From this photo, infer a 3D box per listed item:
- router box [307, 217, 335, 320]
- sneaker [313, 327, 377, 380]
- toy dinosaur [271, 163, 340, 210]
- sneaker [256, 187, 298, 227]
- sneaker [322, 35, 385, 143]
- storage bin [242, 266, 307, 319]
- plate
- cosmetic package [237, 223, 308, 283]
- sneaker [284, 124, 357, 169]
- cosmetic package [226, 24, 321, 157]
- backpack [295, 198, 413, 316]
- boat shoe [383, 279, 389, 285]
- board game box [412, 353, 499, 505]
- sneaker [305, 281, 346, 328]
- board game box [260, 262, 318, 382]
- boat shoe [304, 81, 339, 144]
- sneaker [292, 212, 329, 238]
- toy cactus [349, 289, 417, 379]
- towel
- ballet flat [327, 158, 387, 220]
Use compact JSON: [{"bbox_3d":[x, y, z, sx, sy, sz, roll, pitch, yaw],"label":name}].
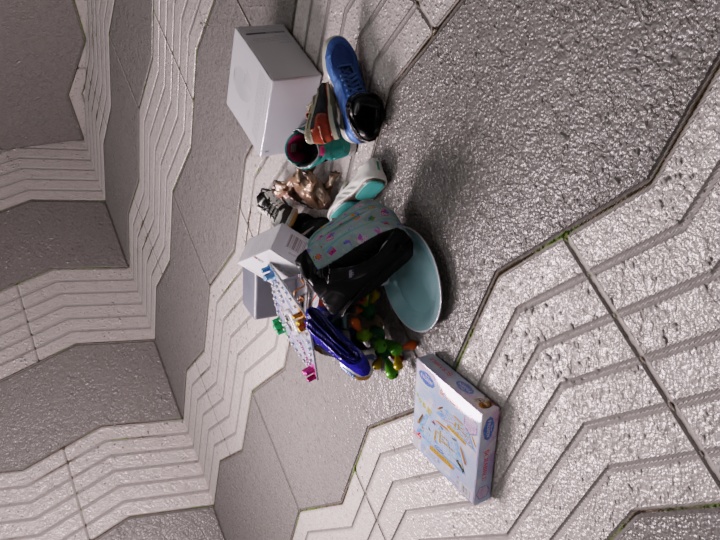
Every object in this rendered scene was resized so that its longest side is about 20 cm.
[{"bbox_3d":[-0.065,0.008,1.572,0.200,0.048,0.181,132,148,-73],"label":"router box"},{"bbox_3d":[-0.043,0.150,1.658,0.199,0.075,0.089,32,105,19],"label":"sneaker"},{"bbox_3d":[-0.107,-0.171,1.663,0.200,0.085,0.136,45,139,39],"label":"toy dinosaur"},{"bbox_3d":[-0.201,-0.137,1.776,0.076,0.087,0.200,-60,22,11],"label":"sneaker"},{"bbox_3d":[-0.009,-0.333,1.406,0.111,0.076,0.202,23,126,64],"label":"sneaker"},{"bbox_3d":[-0.212,0.032,1.891,0.146,0.133,0.201,45,140,44],"label":"storage bin"},{"bbox_3d":[0.100,0.015,1.421,0.200,0.025,0.202,33,129,53],"label":"plate"},{"bbox_3d":[-0.187,-0.035,1.706,0.200,0.101,0.075,-20,43,59],"label":"cosmetic package"},{"bbox_3d":[-0.111,-0.256,1.567,0.199,0.120,0.084,16,115,51],"label":"sneaker"},{"bbox_3d":[-0.193,-0.394,1.674,0.201,0.122,0.200,58,147,33],"label":"cosmetic package"},{"bbox_3d":[-0.008,-0.031,1.368,0.127,0.199,0.167,54,179,30],"label":"backpack"},{"bbox_3d":[0.000,0.000,1.528,0.200,0.061,0.073,-175,75,-75],"label":"boat shoe"},{"bbox_3d":[0.168,0.286,1.398,0.200,0.041,0.201,38,134,50],"label":"board game box"},{"bbox_3d":[-0.063,0.071,1.707,0.082,0.074,0.202,23,133,55],"label":"sneaker"},{"bbox_3d":[-0.154,0.115,1.657,0.200,0.026,0.201,50,154,41],"label":"board game box"},{"bbox_3d":[-0.078,-0.306,1.492,0.201,0.062,0.072,-95,-13,-52],"label":"boat shoe"},{"bbox_3d":[-0.130,-0.097,1.748,0.200,0.075,0.088,-37,64,60],"label":"sneaker"},{"bbox_3d":[0.035,0.112,1.524,0.201,0.102,0.165,58,-177,-19],"label":"toy cactus"},{"bbox_3d":[-0.046,0.149,1.508,0.148,0.050,0.200,44,174,14],"label":"towel"},{"bbox_3d":[-0.006,-0.157,1.511,0.200,0.069,0.070,-40,67,55],"label":"ballet flat"}]
